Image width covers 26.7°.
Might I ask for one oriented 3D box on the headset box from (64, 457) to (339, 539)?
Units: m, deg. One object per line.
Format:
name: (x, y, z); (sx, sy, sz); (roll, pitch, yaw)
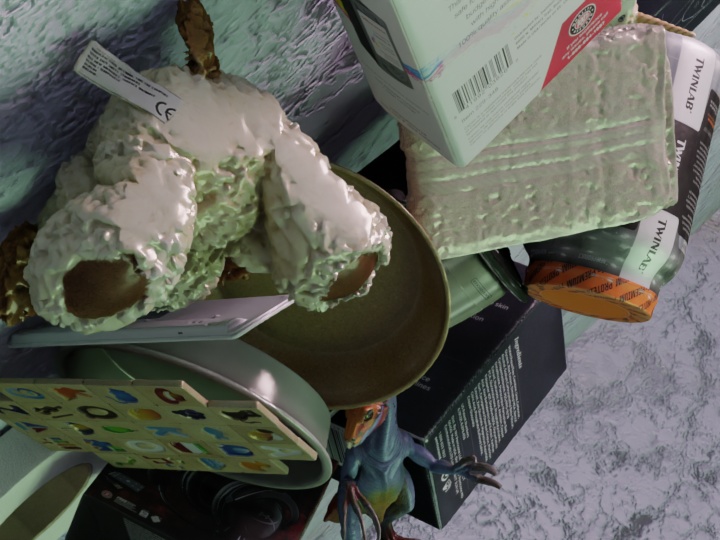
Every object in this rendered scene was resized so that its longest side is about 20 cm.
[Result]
headset box: (-0.113, 0.175, 1.130); (0.077, 0.148, 0.200); (-64, 176, 28)

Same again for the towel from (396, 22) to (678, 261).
towel: (0.117, -0.086, 0.994); (0.199, 0.133, 0.034); (-10, -166, -19)

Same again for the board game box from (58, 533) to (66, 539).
board game box: (-0.222, 0.206, 1.344); (0.200, 0.026, 0.200); (-47, 167, 5)

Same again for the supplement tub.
supplement tub: (0.188, -0.070, 1.109); (0.123, 0.122, 0.201); (62, 42, -76)

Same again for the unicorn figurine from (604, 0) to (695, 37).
unicorn figurine: (0.116, -0.187, 1.014); (0.199, 0.074, 0.138); (-26, 136, -8)

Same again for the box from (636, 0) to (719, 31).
box: (0.247, -0.264, 1.176); (0.200, 0.107, 0.148); (-45, 167, -4)

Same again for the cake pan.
cake pan: (-0.107, 0.086, 1.014); (0.200, 0.200, 0.037); (104, 7, -65)

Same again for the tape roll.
tape roll: (-0.249, 0.168, 1.121); (0.203, 0.037, 0.203); (-43, 166, -13)

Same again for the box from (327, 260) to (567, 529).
box: (0.035, 0.074, 1.238); (0.200, 0.196, 0.118); (-47, 142, -31)

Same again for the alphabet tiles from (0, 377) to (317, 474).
alphabet tiles: (-0.136, 0.099, 0.958); (0.166, 0.199, 0.006); (51, 43, -58)

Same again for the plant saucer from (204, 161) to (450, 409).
plant saucer: (-0.036, 0.002, 0.979); (0.200, 0.200, 0.035); (-56, -174, 37)

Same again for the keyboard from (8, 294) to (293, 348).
keyboard: (-0.126, 0.030, 0.885); (0.199, 0.011, 0.056); (-4, -167, 41)

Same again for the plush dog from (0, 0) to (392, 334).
plush dog: (-0.109, -0.034, 0.801); (0.199, 0.161, 0.172); (-5, 160, -36)

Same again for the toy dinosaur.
toy dinosaur: (-0.002, 0.146, 1.095); (0.105, 0.200, 0.182); (-25, 119, -33)

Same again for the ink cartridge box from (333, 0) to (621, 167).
ink cartridge box: (0.060, -0.173, 0.837); (0.148, 0.086, 0.200); (-43, 150, -9)

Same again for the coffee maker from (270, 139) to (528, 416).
coffee maker: (0.000, 0.000, 1.117); (0.200, 0.135, 0.192); (-33, -158, 10)
